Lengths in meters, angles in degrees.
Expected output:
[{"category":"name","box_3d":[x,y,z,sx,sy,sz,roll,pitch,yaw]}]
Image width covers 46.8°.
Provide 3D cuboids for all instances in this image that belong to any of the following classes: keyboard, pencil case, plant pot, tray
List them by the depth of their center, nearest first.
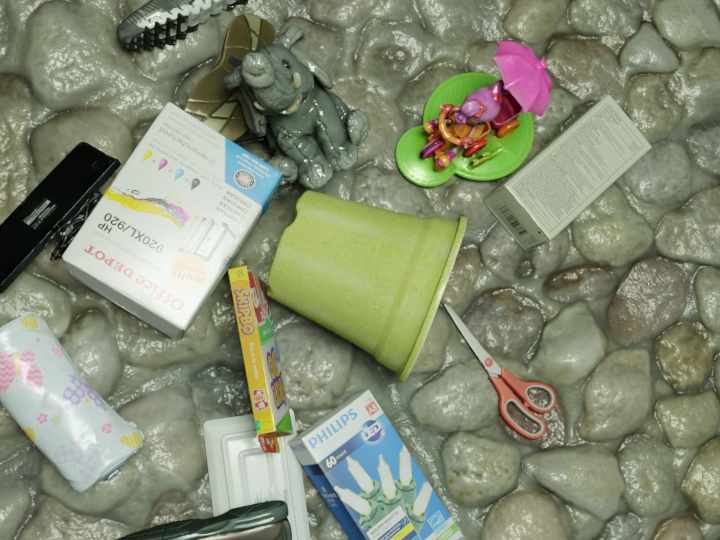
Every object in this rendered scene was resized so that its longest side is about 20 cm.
[{"category":"pencil case","box_3d":[-0.323,0.141,0.889,0.091,0.083,0.200,-41,92,-20]},{"category":"keyboard","box_3d":[-0.344,-0.051,0.935,0.104,0.040,0.200,29,74,33]},{"category":"plant pot","box_3d":[0.000,0.000,0.947,0.184,0.200,0.201,22,76,2]},{"category":"tray","box_3d":[-0.114,0.264,0.950,0.107,0.022,0.200,-7,82,-15]}]

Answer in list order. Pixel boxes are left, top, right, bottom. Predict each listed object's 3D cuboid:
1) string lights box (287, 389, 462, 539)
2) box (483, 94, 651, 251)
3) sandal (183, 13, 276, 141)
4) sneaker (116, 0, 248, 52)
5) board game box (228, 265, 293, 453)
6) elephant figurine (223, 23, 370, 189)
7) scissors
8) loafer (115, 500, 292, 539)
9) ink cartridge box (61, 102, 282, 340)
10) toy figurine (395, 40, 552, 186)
[{"category":"string lights box","box_3d":[0.016,0.251,0.958,0.103,0.059,0.200,-33,90,-26]},{"category":"box","box_3d":[0.267,-0.126,1.076,0.200,0.078,0.095,-39,91,-16]},{"category":"sandal","box_3d":[-0.156,-0.225,1.010,0.080,0.054,0.200,24,62,-14]},{"category":"sneaker","box_3d":[-0.217,-0.337,1.005,0.200,0.066,0.091,-35,87,-20]},{"category":"board game box","box_3d":[-0.109,0.101,0.927,0.030,0.096,0.200,-11,76,5]},{"category":"elephant figurine","box_3d":[-0.082,-0.198,0.914,0.142,0.155,0.200,-58,136,-23]},{"category":"scissors","box_3d":[0.164,0.129,1.042,0.200,0.014,0.073,40,76,-6]},{"category":"loafer","box_3d":[-0.171,0.300,0.895,0.200,0.072,0.063,-13,88,-2]},{"category":"ink cartridge box","box_3d":[-0.205,-0.046,0.916,0.147,0.145,0.200,32,75,-7]},{"category":"toy figurine","box_3d":[0.146,-0.196,0.999,0.200,0.184,0.150,-30,83,-13]}]
